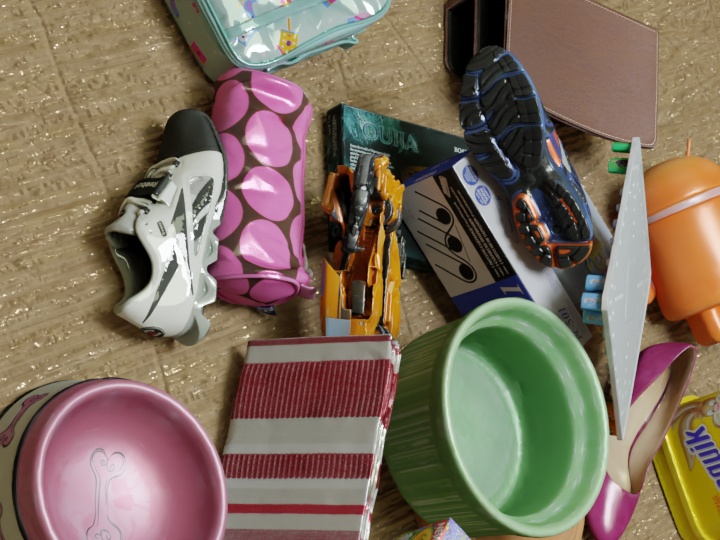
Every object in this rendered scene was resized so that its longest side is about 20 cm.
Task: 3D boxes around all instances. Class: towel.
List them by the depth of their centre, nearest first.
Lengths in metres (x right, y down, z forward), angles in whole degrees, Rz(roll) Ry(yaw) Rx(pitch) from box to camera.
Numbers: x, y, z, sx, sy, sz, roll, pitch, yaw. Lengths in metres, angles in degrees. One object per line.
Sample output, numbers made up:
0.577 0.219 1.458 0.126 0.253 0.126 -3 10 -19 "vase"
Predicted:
-0.046 0.147 1.451 0.023 0.143 0.201 45 49 -52 "towel"

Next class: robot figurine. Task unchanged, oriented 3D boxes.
0.000 0.000 1.554 0.145 0.058 0.202 39 53 -72 "robot figurine"
0.336 -0.028 1.844 0.116 0.143 0.201 -15 81 -58 "robot figurine"

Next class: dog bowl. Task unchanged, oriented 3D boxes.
-0.185 0.170 1.376 0.199 0.074 0.202 15 63 -33 "dog bowl"

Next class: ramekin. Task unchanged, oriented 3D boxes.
0.109 0.130 1.558 0.199 0.097 0.202 15 67 -39 "ramekin"

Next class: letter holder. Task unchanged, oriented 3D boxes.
0.188 -0.188 1.804 0.199 0.100 0.143 17 64 -32 "letter holder"

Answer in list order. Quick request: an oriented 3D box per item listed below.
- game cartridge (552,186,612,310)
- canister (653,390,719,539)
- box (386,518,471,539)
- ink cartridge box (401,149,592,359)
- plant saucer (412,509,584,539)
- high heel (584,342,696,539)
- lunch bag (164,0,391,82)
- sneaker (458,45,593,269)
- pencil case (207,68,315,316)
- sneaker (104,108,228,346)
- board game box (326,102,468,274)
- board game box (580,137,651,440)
0.191 -0.033 1.732 0.134 0.040 0.200 62 23 -6 "game cartridge"
0.381 0.172 1.742 0.086 0.200 0.150 -12 80 -41 "canister"
0.004 0.316 1.388 0.122 0.192 0.200 49 49 -12 "box"
0.115 -0.004 1.638 0.044 0.094 0.201 -40 101 -38 "ink cartridge box"
0.127 0.189 1.646 0.199 0.032 0.202 15 64 -34 "plant saucer"
0.260 0.157 1.721 0.067 0.096 0.201 28 57 -27 "high heel"
-0.072 -0.257 1.622 0.199 0.077 0.161 -28 89 -31 "lunch bag"
0.143 -0.099 1.598 0.201 0.075 0.078 68 18 -7 "sneaker"
-0.082 -0.069 1.548 0.093 0.091 0.202 1 70 -1 "pencil case"
-0.160 -0.046 1.483 0.088 0.074 0.202 17 62 -35 "sneaker"
0.056 -0.067 1.693 0.199 0.028 0.136 13 66 -35 "board game box"
0.233 0.017 1.670 0.201 0.026 0.201 74 25 -48 "board game box"
